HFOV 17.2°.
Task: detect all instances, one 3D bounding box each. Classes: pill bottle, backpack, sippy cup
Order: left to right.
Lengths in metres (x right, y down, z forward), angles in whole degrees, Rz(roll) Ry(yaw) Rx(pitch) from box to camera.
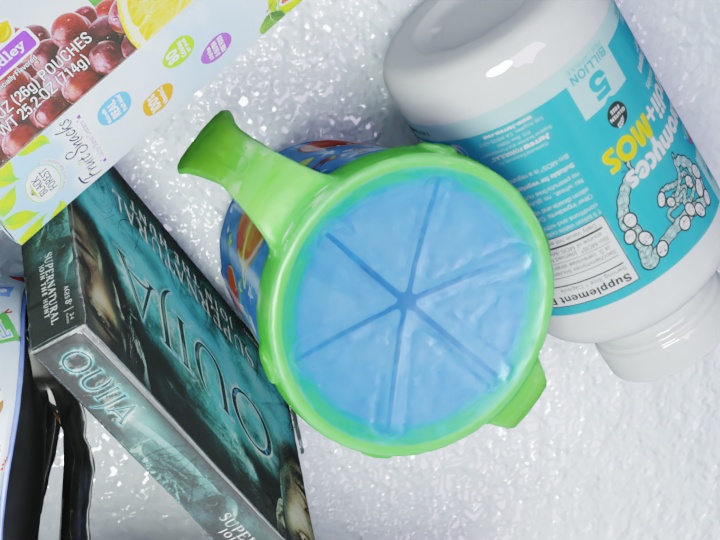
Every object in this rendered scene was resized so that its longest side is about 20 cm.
[{"bbox_3d":[-0.187,0.089,0.996,0.153,0.200,0.191,12,96,-12],"label":"backpack"},{"bbox_3d":[0.000,0.000,1.070,0.139,0.130,0.179,-19,111,-17],"label":"sippy cup"},{"bbox_3d":[0.102,-0.044,1.114,0.111,0.111,0.200,-38,116,-9],"label":"pill bottle"}]

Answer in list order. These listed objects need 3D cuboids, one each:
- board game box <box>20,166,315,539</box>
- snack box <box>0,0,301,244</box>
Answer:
[{"bbox_3d":[-0.081,0.039,1.018,0.028,0.136,0.200,-26,134,13],"label":"board game box"},{"bbox_3d":[-0.122,-0.139,0.963,0.200,0.169,0.068,-41,158,-9],"label":"snack box"}]
